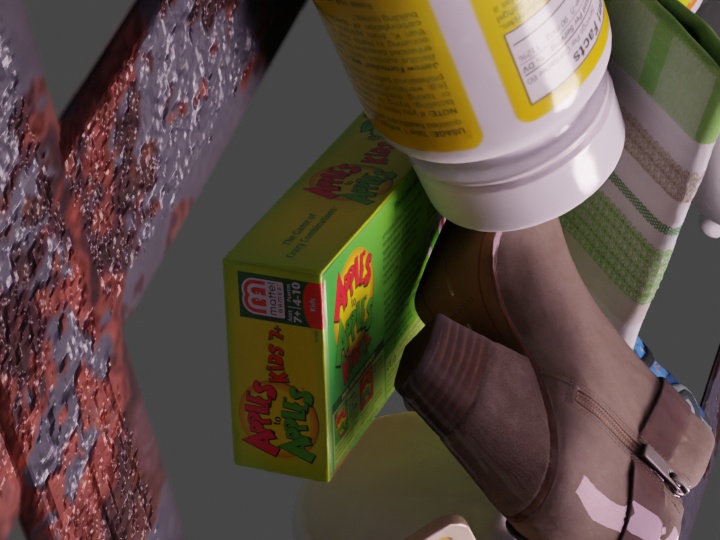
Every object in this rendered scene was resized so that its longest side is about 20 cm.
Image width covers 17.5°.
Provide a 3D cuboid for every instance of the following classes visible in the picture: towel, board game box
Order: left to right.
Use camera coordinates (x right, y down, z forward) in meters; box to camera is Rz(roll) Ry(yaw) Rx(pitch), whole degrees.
[{"bbox_3d":[0.000,0.000,1.072,0.200,0.047,0.102,-50,144,-56],"label":"board game box"},{"bbox_3d":[0.106,-0.065,1.098,0.031,0.149,0.201,-22,147,-31],"label":"towel"}]

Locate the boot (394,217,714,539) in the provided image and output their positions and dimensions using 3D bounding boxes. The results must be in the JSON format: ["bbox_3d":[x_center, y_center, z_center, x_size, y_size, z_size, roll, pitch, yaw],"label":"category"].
[{"bbox_3d":[0.096,0.039,1.055,0.070,0.146,0.201,-43,-163,47],"label":"boot"}]

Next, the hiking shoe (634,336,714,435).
[{"bbox_3d":[0.130,0.043,1.238,0.200,0.074,0.087,40,43,-46],"label":"hiking shoe"}]

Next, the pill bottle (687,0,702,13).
[{"bbox_3d":[0.117,-0.206,1.213,0.200,0.112,0.114,63,41,-60],"label":"pill bottle"}]

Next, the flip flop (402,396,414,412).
[{"bbox_3d":[0.063,0.075,1.265,0.081,0.057,0.201,-60,152,-45],"label":"flip flop"}]

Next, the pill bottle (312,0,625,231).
[{"bbox_3d":[0.039,-0.118,0.981,0.201,0.113,0.115,64,38,-40],"label":"pill bottle"}]

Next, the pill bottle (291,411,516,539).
[{"bbox_3d":[0.035,0.172,1.151,0.201,0.111,0.113,77,29,-46],"label":"pill bottle"}]

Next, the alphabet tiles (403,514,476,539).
[{"bbox_3d":[0.025,0.194,1.068,0.199,0.015,0.196,-32,138,-5],"label":"alphabet tiles"}]

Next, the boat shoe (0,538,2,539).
[{"bbox_3d":[-0.115,0.150,0.776,0.201,0.073,0.076,73,32,-51],"label":"boat shoe"}]

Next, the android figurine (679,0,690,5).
[{"bbox_3d":[0.098,-0.154,1.134,0.200,0.181,0.041,-57,-138,40],"label":"android figurine"}]

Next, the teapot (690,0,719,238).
[{"bbox_3d":[0.277,-0.129,1.661,0.197,0.146,0.201,30,94,-39],"label":"teapot"}]
